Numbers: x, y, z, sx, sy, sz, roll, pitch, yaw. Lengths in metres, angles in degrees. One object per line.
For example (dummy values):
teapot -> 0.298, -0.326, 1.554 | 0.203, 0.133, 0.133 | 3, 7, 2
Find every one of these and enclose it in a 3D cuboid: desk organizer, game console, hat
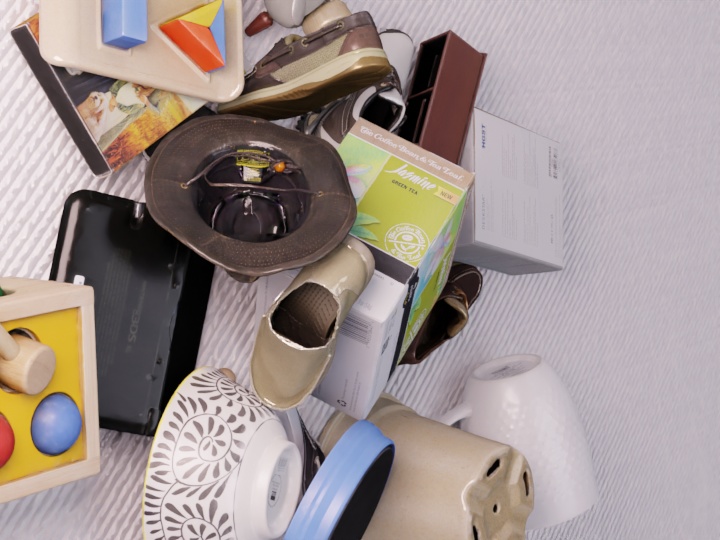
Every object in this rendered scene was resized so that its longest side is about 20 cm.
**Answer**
desk organizer -> 0.065, -0.154, 1.737 | 0.077, 0.072, 0.200 | 26, 76, -53
game console -> -0.209, 0.043, 1.457 | 0.176, 0.116, 0.200 | 13, 83, -23
hat -> -0.099, -0.045, 1.399 | 0.201, 0.200, 0.081 | -41, 154, -42

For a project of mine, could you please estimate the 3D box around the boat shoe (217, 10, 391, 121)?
boat shoe -> -0.054, -0.185, 1.489 | 0.073, 0.200, 0.065 | 6, 75, -51

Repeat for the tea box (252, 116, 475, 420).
tea box -> 0.000, 0.000, 1.565 | 0.197, 0.133, 0.200 | -58, 169, -30

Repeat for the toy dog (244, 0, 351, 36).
toy dog -> -0.075, -0.272, 1.500 | 0.096, 0.132, 0.200 | -34, 145, -6

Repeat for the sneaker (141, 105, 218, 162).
sneaker -> -0.113, -0.111, 1.502 | 0.200, 0.087, 0.076 | 18, 81, -52

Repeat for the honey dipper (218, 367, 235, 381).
honey dipper -> -0.159, 0.185, 1.534 | 0.038, 0.038, 0.200 | 41, 58, -47

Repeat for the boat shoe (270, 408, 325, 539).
boat shoe -> -0.067, 0.193, 1.619 | 0.068, 0.072, 0.200 | -37, 127, -44

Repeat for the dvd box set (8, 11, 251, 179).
dvd box set -> -0.194, -0.191, 1.407 | 0.200, 0.029, 0.147 | -43, 112, -41

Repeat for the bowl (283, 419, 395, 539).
bowl -> -0.025, 0.242, 1.570 | 0.201, 0.039, 0.201 | -58, 165, -25

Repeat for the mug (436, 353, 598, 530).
mug -> 0.166, 0.202, 1.887 | 0.200, 0.148, 0.176 | -18, 103, -18

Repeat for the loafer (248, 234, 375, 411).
loafer -> -0.055, 0.052, 1.418 | 0.068, 0.076, 0.200 | -45, 165, -53

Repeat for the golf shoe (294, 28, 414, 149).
golf shoe -> 0.021, -0.176, 1.667 | 0.200, 0.094, 0.078 | -57, 134, -33

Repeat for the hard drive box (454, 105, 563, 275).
hard drive box -> 0.150, -0.086, 1.841 | 0.200, 0.077, 0.156 | 15, 72, -53

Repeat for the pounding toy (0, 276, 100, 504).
pounding toy -> -0.291, 0.077, 1.252 | 0.184, 0.142, 0.200 | -12, 105, -52

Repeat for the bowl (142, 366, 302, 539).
bowl -> -0.112, 0.193, 1.475 | 0.201, 0.094, 0.201 | 8, 90, -72

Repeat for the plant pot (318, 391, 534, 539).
plant pot -> 0.074, 0.238, 1.720 | 0.200, 0.183, 0.201 | -10, 102, -51

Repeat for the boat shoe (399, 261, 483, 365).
boat shoe -> 0.091, 0.051, 1.805 | 0.200, 0.072, 0.072 | -34, 121, -47

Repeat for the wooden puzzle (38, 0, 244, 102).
wooden puzzle -> -0.177, -0.250, 1.379 | 0.200, 0.046, 0.186 | 7, 77, -42
